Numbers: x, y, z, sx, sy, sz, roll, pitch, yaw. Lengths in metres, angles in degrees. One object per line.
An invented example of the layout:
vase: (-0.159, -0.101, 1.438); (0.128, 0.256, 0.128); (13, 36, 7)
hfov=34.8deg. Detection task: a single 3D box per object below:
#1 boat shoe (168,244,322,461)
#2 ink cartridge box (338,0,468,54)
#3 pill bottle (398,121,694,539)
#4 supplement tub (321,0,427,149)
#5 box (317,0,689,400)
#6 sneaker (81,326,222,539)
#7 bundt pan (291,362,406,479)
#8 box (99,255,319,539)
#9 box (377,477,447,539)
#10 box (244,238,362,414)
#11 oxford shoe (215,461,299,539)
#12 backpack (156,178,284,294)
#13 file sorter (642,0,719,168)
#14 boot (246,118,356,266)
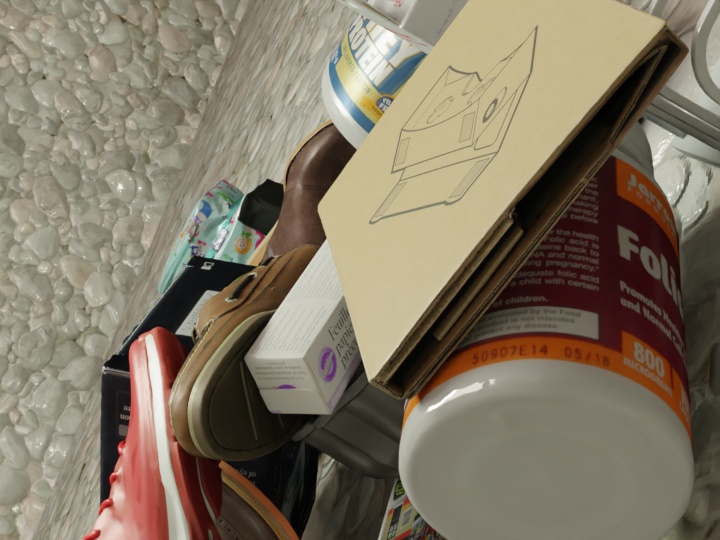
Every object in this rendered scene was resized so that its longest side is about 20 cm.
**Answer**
boat shoe: (-0.061, 0.046, 0.652); (0.200, 0.067, 0.073); (-43, -52, -59)
ink cartridge box: (0.076, -0.154, 0.707); (0.067, 0.198, 0.116); (-60, 16, 9)
pill bottle: (0.083, 0.015, 0.502); (0.114, 0.113, 0.201); (-50, 19, 40)
supplement tub: (0.074, -0.179, 0.857); (0.201, 0.143, 0.146); (-54, 19, 34)
box: (0.045, -0.054, 0.495); (0.164, 0.021, 0.200); (-53, 19, 13)
sneaker: (-0.135, 0.135, 0.618); (0.078, 0.114, 0.202); (60, -164, -64)
bundt pan: (0.045, 0.040, 0.681); (0.203, 0.076, 0.202); (-51, 6, 7)
box: (-0.096, 0.123, 0.806); (0.197, 0.116, 0.203); (-66, -16, -66)
box: (0.062, 0.146, 0.594); (0.200, 0.034, 0.111); (-39, 29, 57)
box: (0.000, 0.000, 0.649); (0.041, 0.039, 0.201); (-5, 34, 30)
oxford shoe: (-0.063, 0.192, 0.643); (0.072, 0.201, 0.072); (-23, -24, -33)
backpack: (-0.137, 0.004, 1.275); (0.178, 0.149, 0.202); (-69, 0, -75)
file sorter: (0.172, -0.121, 0.488); (0.140, 0.123, 0.200); (-62, 16, 9)
boot: (-0.035, -0.024, 1.023); (0.201, 0.072, 0.167); (-58, 29, 17)
